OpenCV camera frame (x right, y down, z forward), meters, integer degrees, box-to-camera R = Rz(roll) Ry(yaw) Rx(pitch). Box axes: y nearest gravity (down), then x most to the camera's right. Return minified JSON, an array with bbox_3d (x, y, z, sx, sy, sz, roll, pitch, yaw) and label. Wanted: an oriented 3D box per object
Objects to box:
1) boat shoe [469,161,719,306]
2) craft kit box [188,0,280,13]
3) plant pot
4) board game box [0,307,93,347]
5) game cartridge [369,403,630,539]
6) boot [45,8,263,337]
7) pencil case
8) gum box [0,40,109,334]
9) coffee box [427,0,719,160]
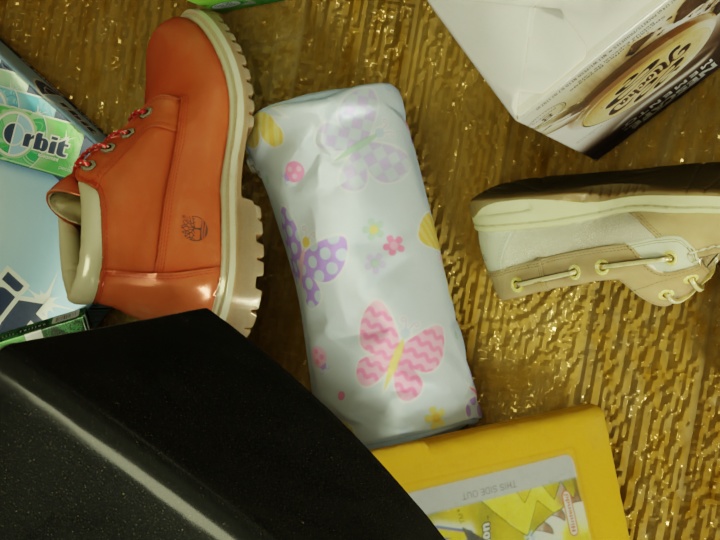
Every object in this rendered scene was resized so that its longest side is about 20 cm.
[{"bbox_3d":[0.154,-0.016,1.294,0.199,0.074,0.067,-1,104,32],"label":"boat shoe"},{"bbox_3d":[-0.013,-0.178,1.274,0.196,0.200,0.049,-11,86,12],"label":"craft kit box"},{"bbox_3d":[-0.078,0.153,1.142,0.177,0.200,0.201,28,105,20],"label":"plant pot"},{"bbox_3d":[-0.168,0.130,1.362,0.104,0.023,0.202,-16,102,2],"label":"board game box"},{"bbox_3d":[0.058,0.170,1.271,0.032,0.199,0.178,-16,85,54],"label":"game cartridge"},{"bbox_3d":[-0.111,-0.060,1.311,0.106,0.075,0.201,6,54,-16],"label":"boot"},{"bbox_3d":[0.000,0.000,1.328,0.090,0.083,0.202,-15,87,1],"label":"pencil case"},{"bbox_3d":[-0.223,-0.013,1.396,0.170,0.045,0.200,42,98,11],"label":"gum box"},{"bbox_3d":[0.120,-0.126,1.240,0.113,0.200,0.080,-38,78,11],"label":"coffee box"}]
